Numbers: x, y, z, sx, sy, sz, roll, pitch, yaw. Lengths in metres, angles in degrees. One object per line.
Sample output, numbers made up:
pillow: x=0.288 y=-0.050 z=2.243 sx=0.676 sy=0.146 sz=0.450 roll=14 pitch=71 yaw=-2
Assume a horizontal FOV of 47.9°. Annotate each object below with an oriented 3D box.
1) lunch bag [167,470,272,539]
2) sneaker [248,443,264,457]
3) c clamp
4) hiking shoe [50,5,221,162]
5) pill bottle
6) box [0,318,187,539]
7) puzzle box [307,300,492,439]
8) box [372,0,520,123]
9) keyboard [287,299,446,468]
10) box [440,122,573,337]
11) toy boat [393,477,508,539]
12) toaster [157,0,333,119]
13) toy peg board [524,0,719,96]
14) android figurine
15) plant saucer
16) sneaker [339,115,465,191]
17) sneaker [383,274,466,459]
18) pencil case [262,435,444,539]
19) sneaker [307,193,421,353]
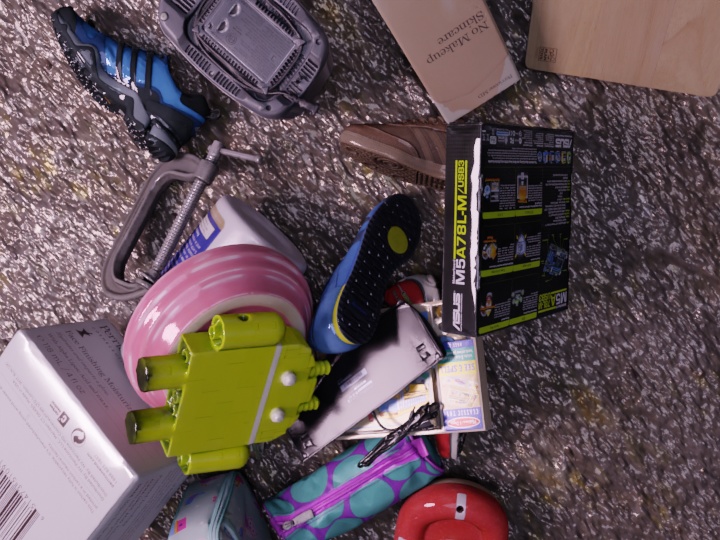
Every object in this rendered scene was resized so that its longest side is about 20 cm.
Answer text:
lunch bag: x=-0.135 y=0.336 z=0.874 sx=0.076 sy=0.161 sz=0.203 roll=-19 pitch=104 yaw=4
sneaker: x=-0.151 y=0.186 z=0.908 sx=0.089 sy=0.067 sz=0.201 roll=39 pitch=94 yaw=3
c clamp: x=-0.201 y=-0.052 z=0.843 sx=0.027 sy=0.170 sz=0.203 roll=33 pitch=84 yaw=-44
hiking shoe: x=-0.247 y=-0.211 z=0.875 sx=0.087 sy=0.074 sz=0.200 roll=-43 pitch=92 yaw=-18
pill bottle: x=-0.161 y=0.033 z=0.865 sx=0.119 sy=0.120 sz=0.201 roll=41 pitch=98 yaw=-3
box: x=-0.302 y=0.193 z=0.849 sx=0.199 sy=0.130 sz=0.201 roll=44 pitch=107 yaw=15
puzzle box: x=0.036 y=0.107 z=0.853 sx=0.196 sy=0.025 sz=0.136 roll=-10 pitch=82 yaw=26
box: x=0.073 y=-0.247 z=0.779 sx=0.094 sy=0.200 sz=0.079 roll=-31 pitch=50 yaw=13
keyboard: x=0.008 y=0.135 z=0.838 sx=0.199 sy=0.021 sz=0.128 roll=-39 pitch=69 yaw=18
box: x=0.152 y=-0.045 z=0.809 sx=0.047 sy=0.198 sz=0.198 roll=9 pitch=102 yaw=38
toy boat: x=0.097 y=0.335 z=0.883 sx=0.128 sy=0.131 sz=0.205 roll=7 pitch=97 yaw=2
toaster: x=-0.102 y=-0.230 z=0.825 sx=0.199 sy=0.129 sz=0.114 roll=39 pitch=98 yaw=-2
toy peg board: x=0.275 y=-0.293 z=0.788 sx=0.195 sy=0.202 sz=0.099 roll=12 pitch=54 yaw=12
android figurine: x=-0.119 y=0.116 z=0.772 sx=0.197 sy=0.041 sz=0.185 roll=1 pitch=122 yaw=-35
plant saucer: x=-0.129 y=0.072 z=0.795 sx=0.197 sy=0.051 sz=0.203 roll=-20 pitch=133 yaw=-23
sneaker: x=0.077 y=-0.133 z=0.869 sx=0.196 sy=0.070 sz=0.077 roll=18 pitch=81 yaw=-5
sneaker: x=0.071 y=0.108 z=0.894 sx=0.083 sy=0.077 sz=0.204 roll=-12 pitch=86 yaw=15
pencil case: x=-0.007 y=0.240 z=0.897 sx=0.198 sy=0.092 sz=0.086 roll=-34 pitch=77 yaw=5
sneaker: x=0.000 y=0.000 z=0.853 sx=0.066 sy=0.078 sz=0.202 roll=41 pitch=55 yaw=-21
